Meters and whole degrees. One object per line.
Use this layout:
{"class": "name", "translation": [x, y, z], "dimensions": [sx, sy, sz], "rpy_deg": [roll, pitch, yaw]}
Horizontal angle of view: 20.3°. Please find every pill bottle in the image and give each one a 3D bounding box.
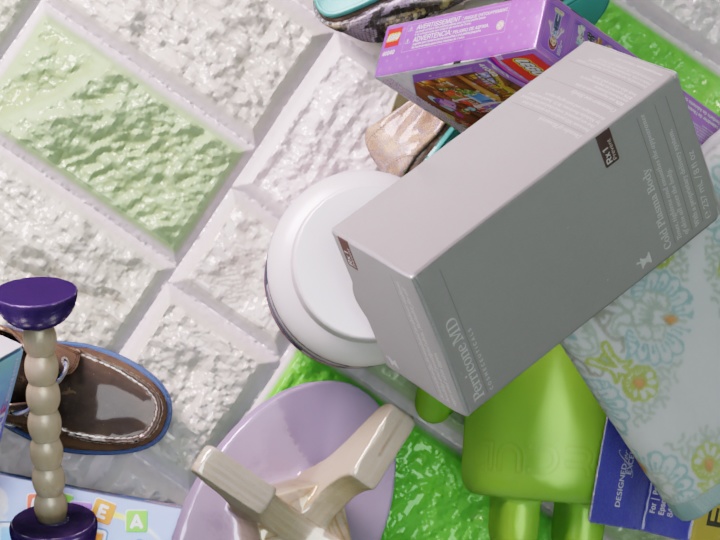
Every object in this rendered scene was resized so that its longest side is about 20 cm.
{"class": "pill bottle", "translation": [0.000, 0.000, 1.246], "dimensions": [0.118, 0.200, 0.121], "rpy_deg": [0, 86, -4]}

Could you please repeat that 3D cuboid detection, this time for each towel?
{"class": "towel", "translation": [0.218, 0.025, 1.214], "dimensions": [0.200, 0.048, 0.172], "rpy_deg": [-42, 106, -19]}

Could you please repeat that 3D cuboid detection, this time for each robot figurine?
{"class": "robot figurine", "translation": [0.125, 0.081, 1.291], "dimensions": [0.174, 0.116, 0.202], "rpy_deg": [4, 86, -4]}

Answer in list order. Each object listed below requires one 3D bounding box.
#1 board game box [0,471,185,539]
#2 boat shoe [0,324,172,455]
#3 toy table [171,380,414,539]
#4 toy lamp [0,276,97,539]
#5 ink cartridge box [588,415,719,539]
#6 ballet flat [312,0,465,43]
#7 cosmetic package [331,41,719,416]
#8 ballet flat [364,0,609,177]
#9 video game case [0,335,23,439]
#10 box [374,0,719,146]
{"class": "board game box", "translation": [-0.192, 0.241, 1.302], "dimensions": [0.150, 0.037, 0.202], "rpy_deg": [10, 85, -3]}
{"class": "boat shoe", "translation": [-0.219, 0.074, 1.292], "dimensions": [0.198, 0.072, 0.073], "rpy_deg": [14, 86, -3]}
{"class": "toy table", "translation": [-0.037, 0.161, 1.258], "dimensions": [0.183, 0.117, 0.201], "rpy_deg": [24, 80, -16]}
{"class": "toy lamp", "translation": [-0.193, 0.107, 1.237], "dimensions": [0.058, 0.058, 0.202], "rpy_deg": [-2, 111, -4]}
{"class": "ink cartridge box", "translation": [0.243, 0.079, 1.283], "dimensions": [0.199, 0.047, 0.199], "rpy_deg": [14, 86, -43]}
{"class": "ballet flat", "translation": [0.065, -0.202, 1.303], "dimensions": [0.199, 0.072, 0.073], "rpy_deg": [-21, 88, 25]}
{"class": "cosmetic package", "translation": [0.093, -0.026, 1.113], "dimensions": [0.200, 0.090, 0.107], "rpy_deg": [-40, 127, -19]}
{"class": "ballet flat", "translation": [0.078, -0.139, 1.330], "dimensions": [0.200, 0.068, 0.067], "rpy_deg": [-45, 63, -7]}
{"class": "video game case", "translation": [-0.312, 0.100, 1.232], "dimensions": [0.180, 0.045, 0.201], "rpy_deg": [24, 115, 14]}
{"class": "box", "translation": [0.126, -0.102, 1.246], "dimensions": [0.199, 0.136, 0.039], "rpy_deg": [29, 69, -38]}
